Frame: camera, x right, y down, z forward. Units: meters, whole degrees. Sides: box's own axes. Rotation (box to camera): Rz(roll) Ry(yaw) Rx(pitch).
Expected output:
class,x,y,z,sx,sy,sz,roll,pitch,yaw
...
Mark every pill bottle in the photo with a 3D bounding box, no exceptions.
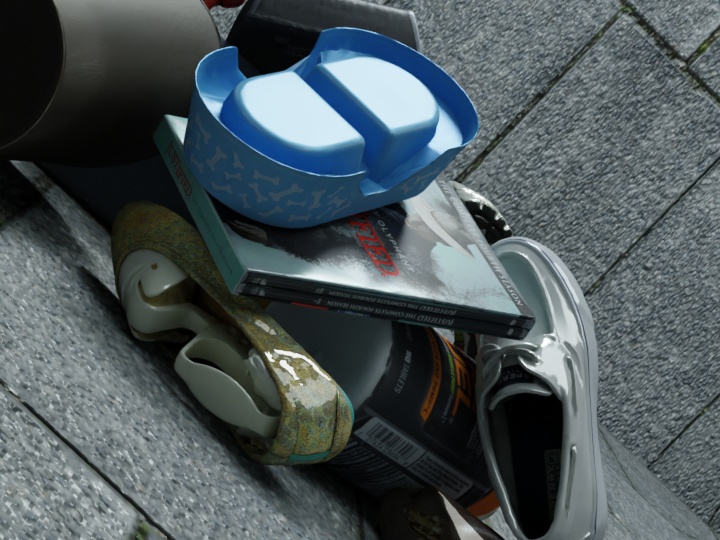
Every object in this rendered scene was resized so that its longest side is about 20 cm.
class,x,y,z,sx,sy,sz,roll,pitch,yaw
pill bottle,0.024,0.085,1.339,0.200,0.106,0.106,38,8,-49

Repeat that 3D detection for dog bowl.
class,x,y,z,sx,sy,sz,roll,pitch,yaw
dog bowl,-0.019,-0.079,1.257,0.111,0.050,0.200,44,36,22

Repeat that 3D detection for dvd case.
class,x,y,z,sx,sy,sz,roll,pitch,yaw
dvd case,-0.009,-0.024,1.267,0.200,0.022,0.146,11,33,-34

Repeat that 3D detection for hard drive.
class,x,y,z,sx,sy,sz,roll,pitch,yaw
hard drive,-0.027,-0.155,1.557,0.135,0.042,0.200,13,-9,-6

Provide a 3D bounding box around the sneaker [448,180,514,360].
class,x,y,z,sx,sy,sz,roll,pitch,yaw
sneaker,0.089,0.028,1.515,0.085,0.077,0.200,-121,-165,-67

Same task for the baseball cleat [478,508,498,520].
class,x,y,z,sx,sy,sz,roll,pitch,yaw
baseball cleat,0.032,0.086,1.552,0.200,0.070,0.106,46,-7,25

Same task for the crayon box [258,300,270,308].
class,x,y,z,sx,sy,sz,roll,pitch,yaw
crayon box,-0.023,0.006,1.570,0.126,0.052,0.200,12,20,-12

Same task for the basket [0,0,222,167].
class,x,y,z,sx,sy,sz,roll,pitch,yaw
basket,-0.188,-0.122,1.234,0.180,0.136,0.200,11,7,10

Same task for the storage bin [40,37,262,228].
class,x,y,z,sx,sy,sz,roll,pitch,yaw
storage bin,-0.116,-0.083,1.452,0.200,0.134,0.146,44,5,-13

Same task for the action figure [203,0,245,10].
class,x,y,z,sx,sy,sz,roll,pitch,yaw
action figure,-0.178,-0.184,1.507,0.052,0.200,0.066,-95,-176,-62

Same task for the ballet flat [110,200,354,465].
class,x,y,z,sx,sy,sz,roll,pitch,yaw
ballet flat,-0.086,0.033,1.198,0.200,0.071,0.071,44,5,25

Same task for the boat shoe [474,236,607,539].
class,x,y,z,sx,sy,sz,roll,pitch,yaw
boat shoe,0.102,0.070,1.295,0.065,0.073,0.200,28,46,-61

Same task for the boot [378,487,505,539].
class,x,y,z,sx,sy,sz,roll,pitch,yaw
boot,0.110,0.205,1.278,0.200,0.064,0.186,44,-9,-38
